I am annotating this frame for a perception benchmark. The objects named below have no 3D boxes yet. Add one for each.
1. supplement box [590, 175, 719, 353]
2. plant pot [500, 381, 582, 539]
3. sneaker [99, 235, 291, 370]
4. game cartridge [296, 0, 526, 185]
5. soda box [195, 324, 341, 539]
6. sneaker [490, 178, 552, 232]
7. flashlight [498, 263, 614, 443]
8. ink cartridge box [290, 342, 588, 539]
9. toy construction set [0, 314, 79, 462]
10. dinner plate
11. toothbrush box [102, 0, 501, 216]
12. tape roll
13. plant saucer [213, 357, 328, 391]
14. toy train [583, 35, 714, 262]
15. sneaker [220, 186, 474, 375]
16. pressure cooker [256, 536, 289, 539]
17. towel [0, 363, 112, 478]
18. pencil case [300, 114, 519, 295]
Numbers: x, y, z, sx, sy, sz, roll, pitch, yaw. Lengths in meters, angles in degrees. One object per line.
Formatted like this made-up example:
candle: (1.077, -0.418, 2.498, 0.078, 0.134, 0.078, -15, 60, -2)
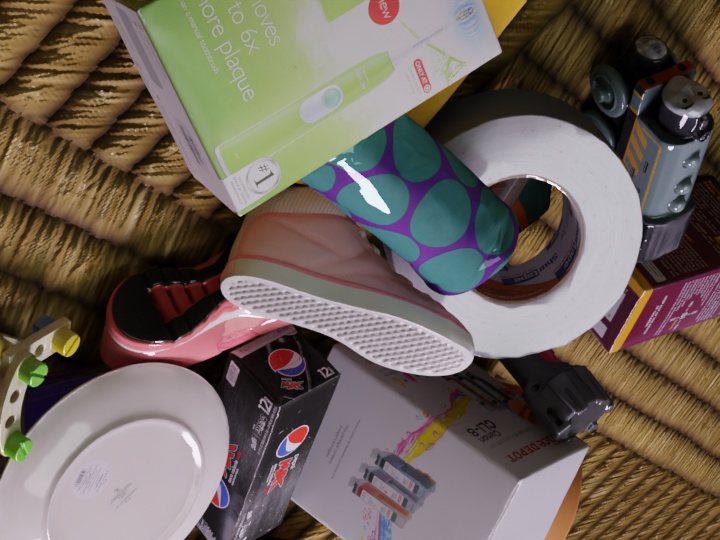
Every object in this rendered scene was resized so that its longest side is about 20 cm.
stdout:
supplement box: (0.286, -0.008, 1.614, 0.199, 0.111, 0.086, -14, 143, -36)
plant pot: (0.090, 0.189, 1.601, 0.139, 0.201, 0.200, 25, 113, -41)
sneaker: (-0.111, 0.028, 1.284, 0.199, 0.074, 0.087, -13, 156, -33)
game cartridge: (0.005, -0.144, 1.204, 0.200, 0.033, 0.176, -49, 149, 21)
soda box: (-0.082, 0.137, 1.358, 0.070, 0.063, 0.201, -26, 151, -39)
sneaker: (0.111, -0.046, 1.408, 0.079, 0.072, 0.201, 8, 125, -47)
flashlight: (0.136, 0.052, 1.440, 0.068, 0.200, 0.068, -47, 151, 13)
ink cartridge box: (0.060, 0.163, 1.425, 0.145, 0.199, 0.146, -12, 133, -59)
toy construction set: (-0.280, 0.083, 1.114, 0.199, 0.092, 0.132, 11, 107, -53)
dinner plate: (-0.176, 0.160, 1.251, 0.199, 0.024, 0.202, -21, 128, -30)
toothbrush box: (-0.035, -0.153, 1.033, 0.199, 0.086, 0.147, -32, 121, -14)
tape roll: (0.116, -0.035, 1.325, 0.198, 0.066, 0.202, -3, 113, -6)
plant saucer: (-0.097, 0.134, 1.452, 0.200, 0.039, 0.202, -28, 148, -20)
toy train: (0.240, -0.101, 1.435, 0.085, 0.114, 0.201, -24, 147, -25)
sneaker: (0.000, 0.000, 1.256, 0.198, 0.106, 0.075, 21, 146, -14)
pressure cooker: (-0.087, 0.350, 1.605, 0.175, 0.200, 0.180, 25, 106, -23)
towel: (-0.232, 0.148, 1.254, 0.198, 0.023, 0.145, -10, 102, -37)
pencil case: (0.024, -0.060, 1.181, 0.200, 0.092, 0.086, 38, 77, -41)
